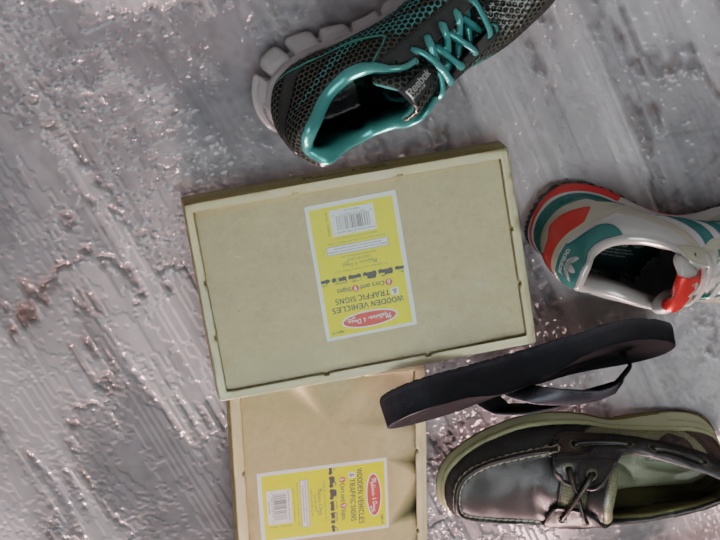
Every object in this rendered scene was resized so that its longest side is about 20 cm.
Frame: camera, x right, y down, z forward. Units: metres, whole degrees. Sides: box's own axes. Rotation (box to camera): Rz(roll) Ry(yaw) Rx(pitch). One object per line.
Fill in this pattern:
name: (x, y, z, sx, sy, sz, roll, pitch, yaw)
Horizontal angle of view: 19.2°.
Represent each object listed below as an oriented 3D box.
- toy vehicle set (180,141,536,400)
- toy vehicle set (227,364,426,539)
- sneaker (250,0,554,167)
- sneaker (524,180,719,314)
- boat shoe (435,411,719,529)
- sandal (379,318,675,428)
toy vehicle set: (0.000, 0.000, 1.289, 0.200, 0.027, 0.124, -10, 104, -6)
toy vehicle set: (-0.021, 0.142, 1.380, 0.124, 0.027, 0.200, -6, 121, -8)
sneaker: (0.035, -0.120, 1.209, 0.200, 0.091, 0.078, -32, 122, 8)
sneaker: (0.204, 0.001, 1.313, 0.199, 0.093, 0.070, 9, 118, -16)
boat shoe: (0.151, 0.135, 1.387, 0.200, 0.066, 0.072, -5, 117, -18)
sandal: (0.107, 0.074, 1.329, 0.200, 0.076, 0.043, -15, 78, -20)
